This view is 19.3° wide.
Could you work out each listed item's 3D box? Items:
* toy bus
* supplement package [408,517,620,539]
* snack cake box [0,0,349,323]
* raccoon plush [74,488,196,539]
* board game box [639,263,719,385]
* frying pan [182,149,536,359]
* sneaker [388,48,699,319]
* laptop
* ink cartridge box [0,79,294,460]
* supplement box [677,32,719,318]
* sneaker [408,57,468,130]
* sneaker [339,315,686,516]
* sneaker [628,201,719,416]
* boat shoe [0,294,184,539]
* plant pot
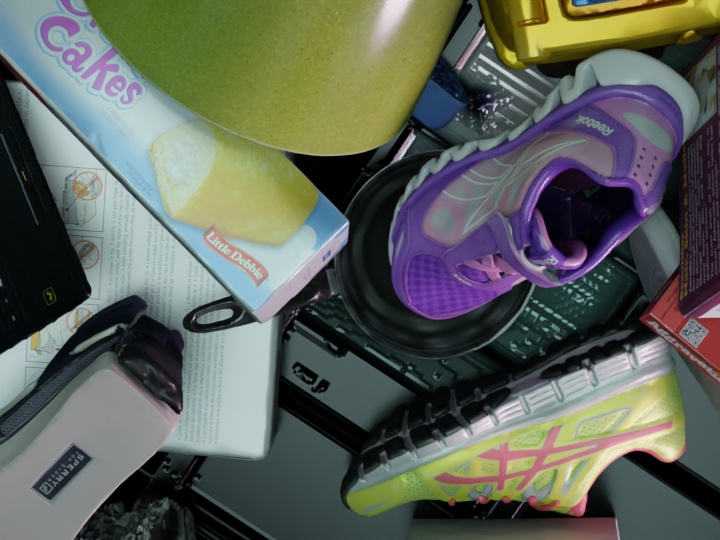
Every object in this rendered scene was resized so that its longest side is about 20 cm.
[{"bbox_3d":[0.153,-0.169,1.042,0.200,0.192,0.136,-9,97,3],"label":"toy bus"},{"bbox_3d":[0.085,0.245,1.151,0.121,0.120,0.200,-1,100,5],"label":"supplement package"},{"bbox_3d":[-0.097,-0.067,1.064,0.067,0.115,0.200,-44,88,-3],"label":"snack cake box"},{"bbox_3d":[-0.158,0.206,1.178,0.134,0.097,0.200,-7,99,13],"label":"raccoon plush"},{"bbox_3d":[0.243,-0.019,1.105,0.103,0.019,0.200,39,75,-3],"label":"board game box"},{"bbox_3d":[0.011,0.013,1.145,0.190,0.031,0.115,-36,106,-1],"label":"frying pan"},{"bbox_3d":[0.083,-0.025,1.056,0.080,0.089,0.200,32,133,-23],"label":"sneaker"},{"bbox_3d":[-0.267,-0.020,1.110,0.200,0.103,0.177,-30,80,35],"label":"laptop"},{"bbox_3d":[-0.129,-0.004,1.160,0.176,0.045,0.200,5,99,2],"label":"ink cartridge box"},{"bbox_3d":[0.224,-0.058,0.995,0.103,0.200,0.131,2,77,-9],"label":"supplement box"},{"bbox_3d":[-0.040,-0.125,1.127,0.200,0.070,0.078,36,108,1],"label":"sneaker"},{"bbox_3d":[0.087,0.101,1.150,0.200,0.078,0.090,-21,105,9],"label":"sneaker"},{"bbox_3d":[0.233,0.034,1.139,0.112,0.073,0.200,-30,93,-6],"label":"sneaker"},{"bbox_3d":[-0.165,0.097,1.116,0.200,0.093,0.075,-38,109,18],"label":"boat shoe"},{"bbox_3d":[-0.008,-0.188,0.978,0.187,0.187,0.200,34,127,-3],"label":"plant pot"}]
